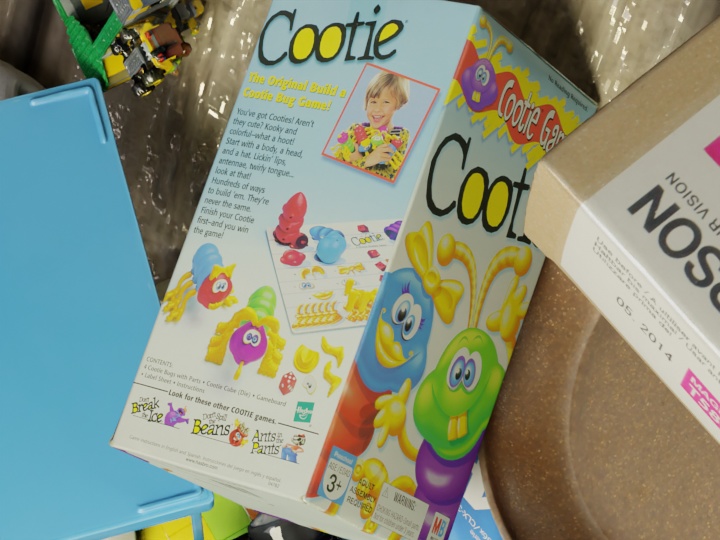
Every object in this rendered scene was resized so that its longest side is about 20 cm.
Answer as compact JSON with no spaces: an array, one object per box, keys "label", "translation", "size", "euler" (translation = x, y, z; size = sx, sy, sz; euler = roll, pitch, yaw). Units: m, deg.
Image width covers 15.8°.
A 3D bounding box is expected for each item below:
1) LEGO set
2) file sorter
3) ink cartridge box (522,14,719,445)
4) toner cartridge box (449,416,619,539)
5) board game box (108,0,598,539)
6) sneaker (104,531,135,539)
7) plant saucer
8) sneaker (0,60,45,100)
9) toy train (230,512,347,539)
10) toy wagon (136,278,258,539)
[{"label":"LEGO set","translation":[-0.091,-0.184,1.123],"size":[0.200,0.116,0.154],"euler":[60,162,9]},{"label":"file sorter","translation":[-0.154,0.044,1.144],"size":[0.123,0.138,0.201],"euler":[93,161,-68]},{"label":"ink cartridge box","translation":[0.182,-0.004,0.902],"size":[0.200,0.165,0.075],"euler":[49,168,14]},{"label":"toner cartridge box","translation":[0.067,0.104,1.096],"size":[0.200,0.043,0.095],"euler":[46,145,24]},{"label":"board game box","translation":[0.000,0.000,1.033],"size":[0.105,0.103,0.201],"euler":[13,79,37]},{"label":"sneaker","translation":[-0.149,0.168,1.266],"size":[0.073,0.085,0.200],"euler":[43,154,37]},{"label":"plant saucer","translation":[0.135,0.048,1.003],"size":[0.200,0.037,0.201],"euler":[-15,64,35]},{"label":"sneaker","translation":[-0.189,-0.011,1.273],"size":[0.080,0.070,0.201],"euler":[13,114,33]},{"label":"toy train","translation":[-0.022,0.201,1.127],"size":[0.114,0.085,0.201],"euler":[-22,99,1]},{"label":"toy wagon","translation":[-0.064,0.105,1.233],"size":[0.155,0.040,0.200],"euler":[-33,84,42]}]
